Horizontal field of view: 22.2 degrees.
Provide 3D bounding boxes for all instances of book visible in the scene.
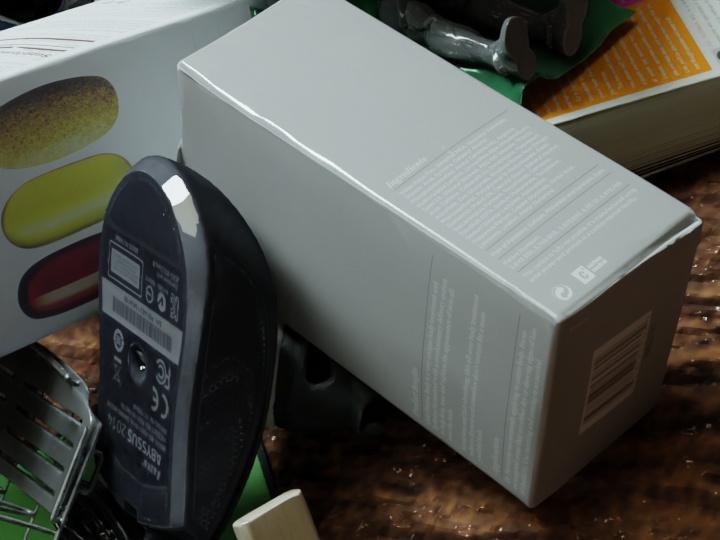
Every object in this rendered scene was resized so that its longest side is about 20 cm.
[{"bbox_3d":[0.110,-0.096,0.828,0.198,0.048,0.134,-18,38,4],"label":"book"}]

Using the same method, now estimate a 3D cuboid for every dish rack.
[{"bbox_3d":[-0.185,0.120,0.772,0.153,0.054,0.202,23,90,48],"label":"dish rack"}]

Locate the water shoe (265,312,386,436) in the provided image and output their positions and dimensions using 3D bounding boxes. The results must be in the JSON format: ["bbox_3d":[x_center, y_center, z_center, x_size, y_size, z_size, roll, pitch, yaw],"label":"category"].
[{"bbox_3d":[0.000,0.000,0.824,0.078,0.072,0.201,13,46,7],"label":"water shoe"}]

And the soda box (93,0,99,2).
[{"bbox_3d":[-0.054,-0.138,0.997,0.198,0.068,0.064,-7,45,30],"label":"soda box"}]

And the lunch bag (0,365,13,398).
[{"bbox_3d":[-0.277,0.049,0.874,0.199,0.171,0.122,-31,45,3],"label":"lunch bag"}]

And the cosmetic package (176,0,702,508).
[{"bbox_3d":[0.023,-0.015,0.713,0.090,0.107,0.200,-33,56,-30],"label":"cosmetic package"}]

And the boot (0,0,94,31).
[{"bbox_3d":[-0.177,-0.145,0.971,0.090,0.200,0.073,21,103,22],"label":"boot"}]

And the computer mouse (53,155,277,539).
[{"bbox_3d":[-0.071,0.050,0.736,0.052,0.202,0.138,-5,25,-32],"label":"computer mouse"}]

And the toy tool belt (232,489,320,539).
[{"bbox_3d":[-0.063,0.178,0.615,0.200,0.123,0.124,-48,39,-17],"label":"toy tool belt"}]

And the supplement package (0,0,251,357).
[{"bbox_3d":[-0.144,-0.043,0.804,0.109,0.115,0.199,6,24,43],"label":"supplement package"}]

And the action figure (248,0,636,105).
[{"bbox_3d":[0.010,-0.124,0.831,0.199,0.055,0.118,21,39,40],"label":"action figure"}]

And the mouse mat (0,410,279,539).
[{"bbox_3d":[-0.106,0.127,0.798,0.160,0.008,0.201,-30,36,5],"label":"mouse mat"}]
